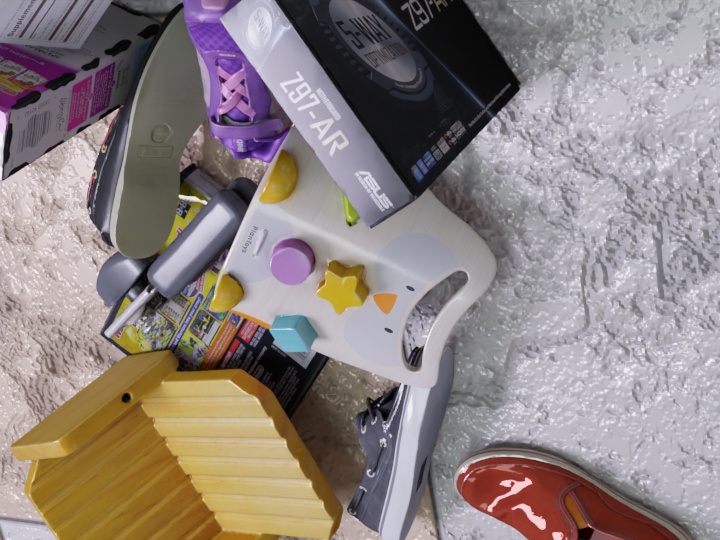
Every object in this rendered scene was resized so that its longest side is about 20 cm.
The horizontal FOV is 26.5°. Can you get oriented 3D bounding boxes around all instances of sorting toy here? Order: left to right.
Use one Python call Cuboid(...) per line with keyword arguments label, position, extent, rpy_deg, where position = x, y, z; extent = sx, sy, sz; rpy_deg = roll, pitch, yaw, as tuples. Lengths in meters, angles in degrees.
Cuboid(label="sorting toy", position=(0.000, 0.000, 1.129), extent=(0.179, 0.107, 0.201), rpy_deg=(28, 116, 4))

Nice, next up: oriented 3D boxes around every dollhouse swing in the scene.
Cuboid(label="dollhouse swing", position=(-0.148, 0.190, 1.270), extent=(0.175, 0.181, 0.201), rpy_deg=(11, 134, 59))

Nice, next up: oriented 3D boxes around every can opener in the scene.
Cuboid(label="can opener", position=(-0.152, -0.011, 1.218), extent=(0.067, 0.053, 0.200), rpy_deg=(49, 127, -4))

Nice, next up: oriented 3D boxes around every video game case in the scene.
Cuboid(label="video game case", position=(-0.110, 0.038, 1.273), extent=(0.180, 0.026, 0.201), rpy_deg=(37, 128, 5))

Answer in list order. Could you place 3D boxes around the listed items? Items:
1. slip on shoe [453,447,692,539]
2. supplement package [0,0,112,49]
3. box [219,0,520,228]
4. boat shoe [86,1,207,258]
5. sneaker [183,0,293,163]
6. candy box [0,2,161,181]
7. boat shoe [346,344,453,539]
Cuboid(label="slip on shoe", position=(0.162, 0.198, 1.194), extent=(0.198, 0.061, 0.075), rpy_deg=(25, 127, 16))
Cuboid(label="supplement package", position=(-0.238, -0.283, 1.059), extent=(0.156, 0.110, 0.201), rpy_deg=(-45, 62, 37))
Cuboid(label="box", position=(0.014, -0.140, 1.000), extent=(0.043, 0.200, 0.161), rpy_deg=(-30, 99, 36))
Cuboid(label="boat shoe", position=(-0.159, -0.113, 1.169), extent=(0.063, 0.073, 0.203), rpy_deg=(34, 109, 45))
Cuboid(label="sneaker", position=(-0.079, -0.132, 1.059), extent=(0.080, 0.089, 0.200), rpy_deg=(10, 166, 8))
Cuboid(label="candy box", position=(-0.257, -0.152, 1.135), extent=(0.135, 0.200, 0.061), rpy_deg=(26, 125, 15))
Cuboid(label="boat shoe", position=(0.025, 0.134, 1.231), extent=(0.066, 0.070, 0.201), rpy_deg=(21, 131, 14))
